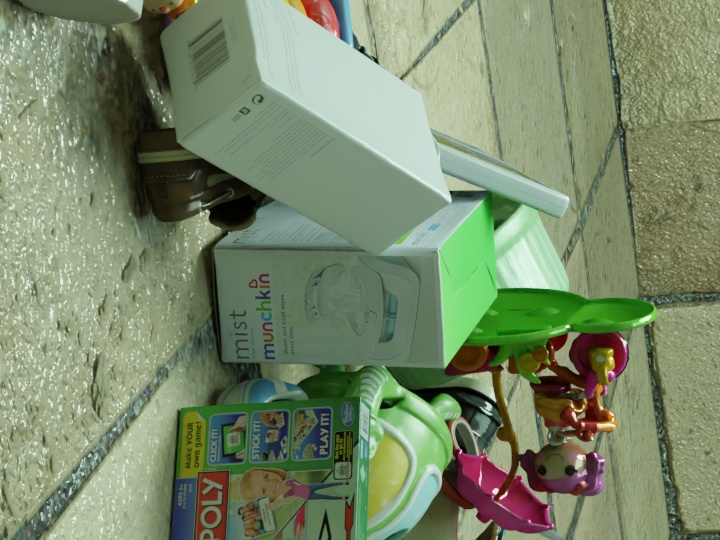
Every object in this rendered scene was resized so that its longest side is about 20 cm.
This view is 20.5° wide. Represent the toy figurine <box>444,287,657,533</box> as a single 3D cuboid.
[{"bbox_3d":[0.143,0.120,1.597,0.150,0.200,0.184,-43,130,-69],"label":"toy figurine"}]

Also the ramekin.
[{"bbox_3d":[0.086,0.017,1.754,0.098,0.200,0.200,58,23,-12],"label":"ramekin"}]

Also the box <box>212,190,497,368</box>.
[{"bbox_3d":[0.000,0.000,1.539,0.200,0.176,0.097,-46,134,-69],"label":"box"}]

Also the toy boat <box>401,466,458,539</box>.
[{"bbox_3d":[0.009,0.218,1.669,0.131,0.130,0.200,116,-16,-55],"label":"toy boat"}]

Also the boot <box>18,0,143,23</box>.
[{"bbox_3d":[-0.180,-0.207,1.155,0.200,0.073,0.091,27,66,-71],"label":"boot"}]

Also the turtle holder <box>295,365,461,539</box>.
[{"bbox_3d":[0.004,0.146,1.521,0.141,0.185,0.132,33,60,-18],"label":"turtle holder"}]

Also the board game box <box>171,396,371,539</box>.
[{"bbox_3d":[-0.063,0.188,1.353,0.029,0.134,0.200,52,37,-63],"label":"board game box"}]

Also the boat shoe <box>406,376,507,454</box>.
[{"bbox_3d":[0.057,0.140,1.774,0.074,0.201,0.063,34,69,-18],"label":"boat shoe"}]

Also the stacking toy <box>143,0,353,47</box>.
[{"bbox_3d":[-0.096,-0.177,1.423,0.200,0.116,0.110,18,65,-60],"label":"stacking toy"}]

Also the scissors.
[{"bbox_3d":[0.116,0.200,1.682,0.200,0.014,0.073,51,37,-32],"label":"scissors"}]

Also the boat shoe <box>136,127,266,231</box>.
[{"bbox_3d":[-0.097,-0.065,1.421,0.202,0.075,0.075,-10,95,-62],"label":"boat shoe"}]

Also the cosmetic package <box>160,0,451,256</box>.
[{"bbox_3d":[-0.036,-0.105,1.373,0.200,0.081,0.113,32,33,-40],"label":"cosmetic package"}]

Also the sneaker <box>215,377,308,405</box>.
[{"bbox_3d":[-0.073,0.169,1.426,0.072,0.072,0.200,42,43,-54],"label":"sneaker"}]

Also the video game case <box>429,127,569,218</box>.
[{"bbox_3d":[0.049,-0.103,1.621,0.022,0.200,0.182,-66,-156,7],"label":"video game case"}]

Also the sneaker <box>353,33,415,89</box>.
[{"bbox_3d":[0.004,-0.153,1.736,0.071,0.098,0.201,-74,153,-45],"label":"sneaker"}]

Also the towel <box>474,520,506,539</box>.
[{"bbox_3d":[0.071,0.326,1.764,0.200,0.022,0.147,-54,-164,42],"label":"towel"}]
